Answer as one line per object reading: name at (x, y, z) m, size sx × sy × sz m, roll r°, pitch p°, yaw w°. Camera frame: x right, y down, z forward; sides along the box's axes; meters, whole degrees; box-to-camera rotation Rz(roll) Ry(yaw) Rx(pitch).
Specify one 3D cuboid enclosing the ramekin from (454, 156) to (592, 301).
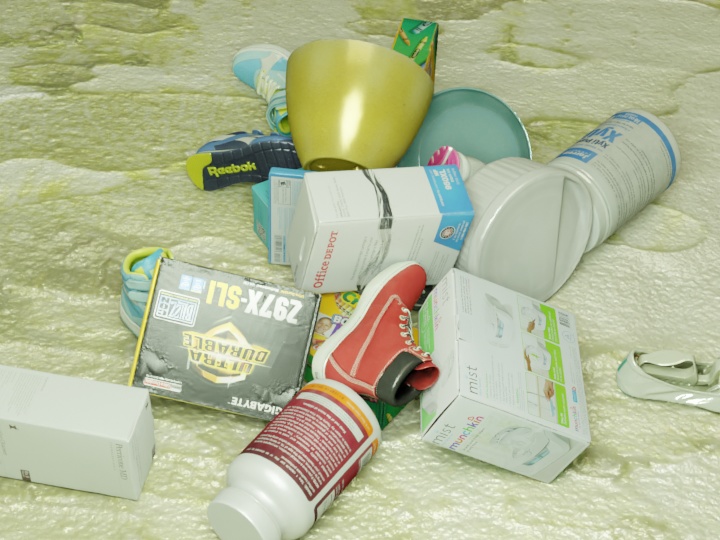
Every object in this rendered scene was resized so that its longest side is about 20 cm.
ramekin at (0.196, -0.053, 1.692) m, size 0.202 × 0.203 × 0.094 m, roll -26°, pitch 40°, yaw -26°

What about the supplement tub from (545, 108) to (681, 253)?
supplement tub at (0.335, -0.125, 1.808) m, size 0.132 × 0.133 × 0.200 m, roll 34°, pitch 52°, yaw 28°

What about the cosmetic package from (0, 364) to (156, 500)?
cosmetic package at (-0.337, 0.181, 1.489) m, size 0.198 × 0.113 × 0.081 m, roll 9°, pitch 44°, yaw 9°

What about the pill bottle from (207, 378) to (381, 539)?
pill bottle at (-0.074, 0.221, 1.456) m, size 0.113 × 0.113 × 0.200 m, roll 27°, pitch 49°, yaw 23°

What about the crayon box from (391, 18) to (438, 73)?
crayon box at (0.067, -0.263, 1.935) m, size 0.058 × 0.119 × 0.201 m, roll 10°, pitch 46°, yaw 8°

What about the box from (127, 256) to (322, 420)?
box at (-0.158, 0.083, 1.545) m, size 0.199 × 0.049 × 0.161 m, roll 14°, pitch 86°, yaw -8°

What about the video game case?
video game case at (-0.021, -0.062, 1.721) m, size 0.198 × 0.144 × 0.018 m, roll 6°, pitch 35°, yaw 4°

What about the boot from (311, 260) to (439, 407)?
boot at (0.055, 0.074, 1.529) m, size 0.144 × 0.073 × 0.200 m, roll 12°, pitch 50°, yaw 37°

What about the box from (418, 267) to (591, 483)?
box at (0.164, 0.119, 1.535) m, size 0.175 × 0.097 × 0.201 m, roll 19°, pitch 42°, yaw -18°

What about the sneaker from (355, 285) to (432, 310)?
sneaker at (0.000, 0.000, 1.716) m, size 0.199 × 0.080 × 0.074 m, roll 26°, pitch 54°, yaw -3°

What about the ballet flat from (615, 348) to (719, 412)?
ballet flat at (0.412, 0.131, 1.601) m, size 0.198 × 0.070 × 0.070 m, roll 7°, pitch 45°, yaw 4°

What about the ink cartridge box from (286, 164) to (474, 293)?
ink cartridge box at (0.020, -0.049, 1.609) m, size 0.198 × 0.145 × 0.085 m, roll -4°, pitch 54°, yaw -18°

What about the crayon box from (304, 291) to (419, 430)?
crayon box at (-0.013, 0.096, 1.624) m, size 0.199 × 0.059 × 0.119 m, roll 30°, pitch 51°, yaw 25°

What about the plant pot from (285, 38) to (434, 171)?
plant pot at (-0.012, -0.189, 1.723) m, size 0.198 × 0.200 × 0.143 m, roll 8°, pitch 70°, yaw 6°

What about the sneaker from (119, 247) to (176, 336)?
sneaker at (-0.227, 0.051, 1.598) m, size 0.200 × 0.131 × 0.079 m, roll 37°, pitch 54°, yaw 27°

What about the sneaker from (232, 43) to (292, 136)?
sneaker at (-0.127, -0.264, 1.969) m, size 0.199 × 0.080 × 0.131 m, roll 20°, pitch 46°, yaw 19°

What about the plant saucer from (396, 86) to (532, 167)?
plant saucer at (0.144, -0.151, 1.812) m, size 0.199 × 0.201 × 0.036 m, roll 23°, pitch 15°, yaw 20°

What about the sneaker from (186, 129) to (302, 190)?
sneaker at (-0.144, -0.162, 1.848) m, size 0.199 × 0.074 × 0.082 m, roll 0°, pitch 30°, yaw 20°

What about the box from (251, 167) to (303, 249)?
box at (-0.050, -0.104, 1.807) m, size 0.199 × 0.083 × 0.049 m, roll -23°, pitch 50°, yaw -23°

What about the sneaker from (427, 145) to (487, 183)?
sneaker at (0.105, -0.097, 1.756) m, size 0.088 × 0.200 × 0.082 m, roll 12°, pitch 71°, yaw -27°
